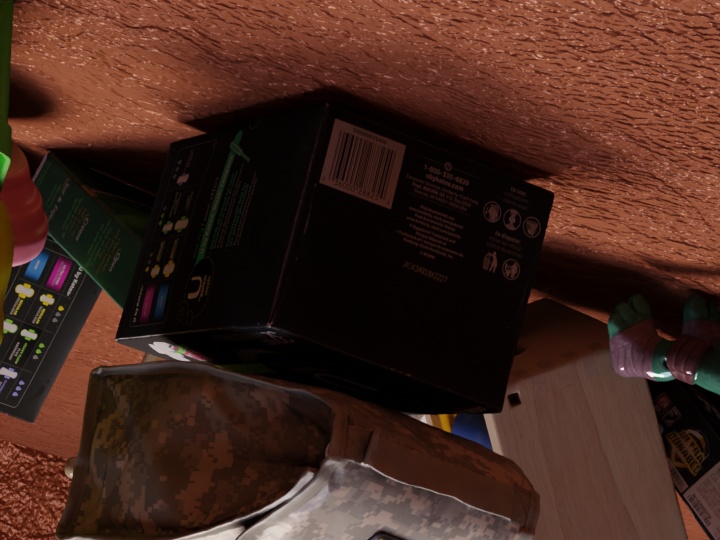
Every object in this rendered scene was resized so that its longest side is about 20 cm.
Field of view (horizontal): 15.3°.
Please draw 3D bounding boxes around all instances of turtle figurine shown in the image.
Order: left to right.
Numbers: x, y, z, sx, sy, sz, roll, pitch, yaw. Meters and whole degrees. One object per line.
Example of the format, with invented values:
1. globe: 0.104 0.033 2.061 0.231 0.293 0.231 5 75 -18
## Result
1. turtle figurine: 0.243 0.055 1.507 0.200 0.101 0.149 12 171 46

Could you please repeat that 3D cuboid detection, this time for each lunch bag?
1. lunch bag: -0.028 0.118 1.393 0.199 0.118 0.164 -5 159 43

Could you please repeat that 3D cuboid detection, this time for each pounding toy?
1. pounding toy: 0.094 0.132 1.668 0.142 0.185 0.200 -19 -167 -13

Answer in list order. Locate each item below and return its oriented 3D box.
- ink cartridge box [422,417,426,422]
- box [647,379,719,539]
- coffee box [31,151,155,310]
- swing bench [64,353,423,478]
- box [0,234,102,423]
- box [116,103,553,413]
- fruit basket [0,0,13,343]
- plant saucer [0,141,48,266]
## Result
1. ink cartridge box: 0.084 0.083 1.950 0.145 0.048 0.200 25 142 -19
2. box: 0.243 0.140 1.692 0.200 0.050 0.199 40 -166 -43
3. coffee box: -0.115 -0.001 1.644 0.123 0.044 0.200 23 -169 -36
4. swing bench: -0.066 0.100 1.809 0.199 0.130 0.199 24 -167 5
5. box: -0.292 -0.006 1.739 0.200 0.125 0.148 24 -175 -43
6. box: -0.018 0.000 1.453 0.148 0.125 0.200 21 167 -25
7. fruit basket: -0.240 -0.046 1.364 0.155 0.217 0.216 16 169 -8
8. plant saucer: -0.271 -0.065 1.550 0.200 0.051 0.201 21 -165 -6
